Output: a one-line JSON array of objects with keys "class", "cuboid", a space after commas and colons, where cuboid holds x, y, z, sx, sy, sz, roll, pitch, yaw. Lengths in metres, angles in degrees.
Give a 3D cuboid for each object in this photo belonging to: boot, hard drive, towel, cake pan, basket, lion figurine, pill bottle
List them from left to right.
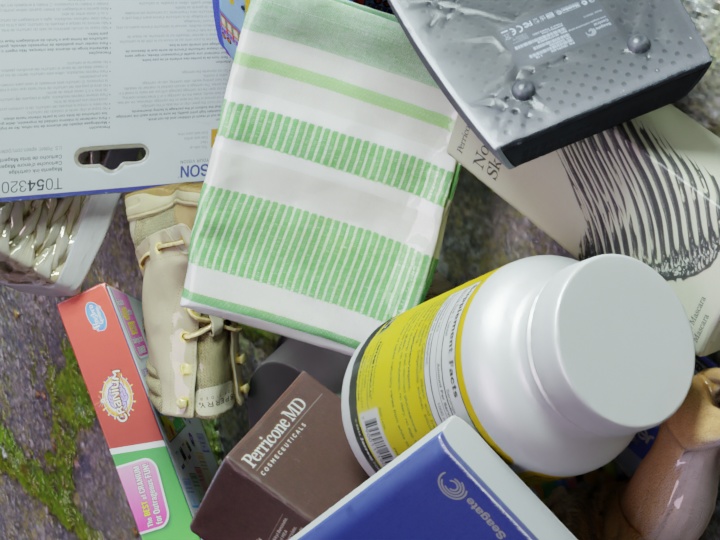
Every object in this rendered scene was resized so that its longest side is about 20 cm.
[{"class": "basket", "cuboid": [-0.243, -0.097, 1.118, 0.135, 0.123, 0.202, 3, 68, 58]}, {"class": "boot", "cuboid": [-0.095, 0.020, 1.003, 0.199, 0.072, 0.157, -1, 93, 56]}, {"class": "towel", "cuboid": [-0.015, -0.054, 0.896, 0.023, 0.151, 0.202, -96, 22, -74]}, {"class": "cake pan", "cuboid": [-0.013, 0.132, 1.022, 0.200, 0.037, 0.202, 39, 143, 38]}, {"class": "hard drive", "cuboid": [0.031, 0.173, 0.803, 0.132, 0.025, 0.200, 46, 131, -2]}, {"class": "pill bottle", "cuboid": [0.080, 0.057, 0.804, 0.200, 0.112, 0.114, -27, 80, 58]}, {"class": "hard drive", "cuboid": [0.082, -0.147, 0.806, 0.042, 0.134, 0.201, 80, 165, -57]}, {"class": "lion figurine", "cuboid": [0.161, 0.112, 0.788, 0.201, 0.072, 0.123, -57, 27, 26]}]

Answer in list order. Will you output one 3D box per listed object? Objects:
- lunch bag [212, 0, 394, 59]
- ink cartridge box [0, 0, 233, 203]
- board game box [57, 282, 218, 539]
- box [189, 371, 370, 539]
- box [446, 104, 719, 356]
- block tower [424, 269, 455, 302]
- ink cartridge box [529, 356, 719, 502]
[{"class": "lunch bag", "cuboid": [-0.034, -0.166, 0.980, 0.151, 0.094, 0.201, 44, 139, 28]}, {"class": "ink cartridge box", "cuboid": [-0.176, -0.155, 1.046, 0.043, 0.195, 0.202, 31, 122, 53]}, {"class": "board game box", "cuboid": [-0.153, 0.118, 1.142, 0.040, 0.153, 0.202, -23, 79, 3]}, {"class": "box", "cuboid": [0.012, 0.160, 0.890, 0.199, 0.100, 0.075, 33, 128, 8]}, {"class": "box", "cuboid": [0.142, -0.048, 0.818, 0.200, 0.068, 0.083, 41, 129, 33]}, {"class": "block tower", "cuboid": [0.000, 0.000, 1.000, 0.200, 0.054, 0.058, 47, 131, 29]}, {"class": "ink cartridge box", "cuboid": [0.125, 0.104, 0.901, 0.119, 0.042, 0.201, 44, 128, 31]}]
